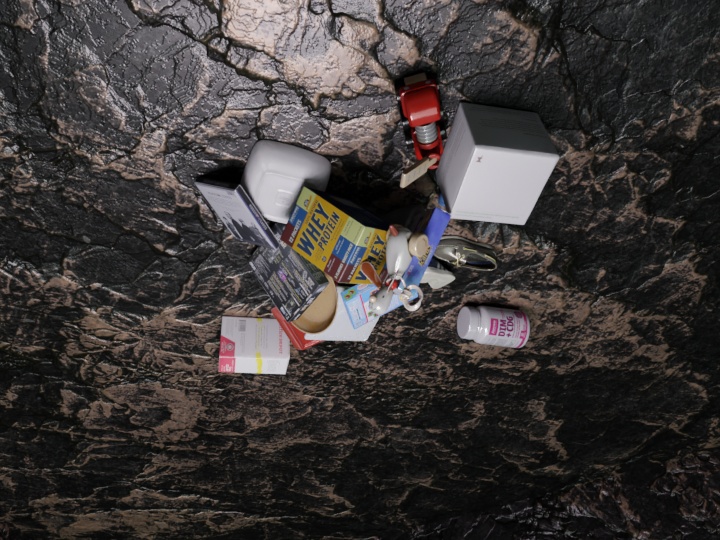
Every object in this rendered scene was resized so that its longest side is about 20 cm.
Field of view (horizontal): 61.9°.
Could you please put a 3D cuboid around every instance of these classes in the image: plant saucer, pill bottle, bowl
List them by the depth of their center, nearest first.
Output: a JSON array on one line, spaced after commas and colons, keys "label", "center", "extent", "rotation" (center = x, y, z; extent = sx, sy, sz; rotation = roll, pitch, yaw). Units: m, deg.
[{"label": "bowl", "center": [-0.178, -0.189, 1.407], "extent": [0.197, 0.075, 0.201], "rotation": [12, 133, -21]}, {"label": "plant saucer", "center": [-0.127, 0.061, 1.543], "extent": [0.035, 0.201, 0.200], "rotation": [-17, 155, -52]}, {"label": "plant saucer", "center": [-0.122, 0.137, 1.668], "extent": [0.197, 0.037, 0.201], "rotation": [-24, 139, -1]}, {"label": "pill bottle", "center": [0.400, 0.168, 1.816], "extent": [0.196, 0.115, 0.114], "rotation": [8, 134, -15]}]

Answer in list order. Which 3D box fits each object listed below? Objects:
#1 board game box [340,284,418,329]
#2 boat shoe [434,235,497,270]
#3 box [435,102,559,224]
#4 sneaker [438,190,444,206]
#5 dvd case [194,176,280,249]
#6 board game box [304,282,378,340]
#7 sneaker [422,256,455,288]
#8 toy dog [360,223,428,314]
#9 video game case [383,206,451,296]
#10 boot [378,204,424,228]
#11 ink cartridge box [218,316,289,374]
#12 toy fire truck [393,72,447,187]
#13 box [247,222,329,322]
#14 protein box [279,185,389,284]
[{"label": "board game box", "center": [0.053, 0.064, 1.567], "extent": [0.198, 0.037, 0.152], "rotation": [-26, 147, -6]}, {"label": "boat shoe", "center": [0.280, -0.043, 1.624], "extent": [0.198, 0.061, 0.073], "rotation": [8, 134, -16]}, {"label": "box", "center": [0.299, -0.237, 1.348], "extent": [0.195, 0.173, 0.202], "rotation": [4, 135, -12]}, {"label": "sneaker", "center": [0.289, -0.175, 1.495], "extent": [0.196, 0.067, 0.079], "rotation": [7, 146, -14]}, {"label": "dvd case", "center": [-0.291, -0.134, 1.422], "extent": [0.149, 0.025, 0.201], "rotation": [15, 148, 36]}, {"label": "board game box", "center": [-0.036, 0.114, 1.639], "extent": [0.197, 0.026, 0.202], "rotation": [5, 130, -28]}, {"label": "sneaker", "center": [0.196, -0.008, 1.649], "extent": [0.074, 0.086, 0.199], "rotation": [-32, 156, 20]}, {"label": "toy dog", "center": [0.064, -0.016, 1.262], "extent": [0.130, 0.203, 0.096], "rotation": [-7, 154, 36]}, {"label": "video game case", "center": [0.124, -0.039, 1.390], "extent": [0.045, 0.181, 0.202], "rotation": [27, 84, -8]}, {"label": "boot", "center": [0.076, -0.067, 1.525], "extent": [0.196, 0.073, 0.185], "rotation": [-6, 98, -5]}, {"label": "ink cartridge box", "center": [-0.309, 0.219, 1.750], "extent": [0.196, 0.147, 0.084], "rotation": [4, 136, -11]}, {"label": "toy fire truck", "center": [0.124, -0.284, 1.257], "extent": [0.126, 0.202, 0.177], "rotation": [-13, 136, 5]}, {"label": "box", "center": [-0.188, 0.005, 1.524], "extent": [0.043, 0.201, 0.160], "rotation": [-17, 155, -53]}, {"label": "protein box", "center": [-0.035, -0.076, 1.376], "extent": [0.199, 0.197, 0.136], "rotation": [5, 116, -58]}]
